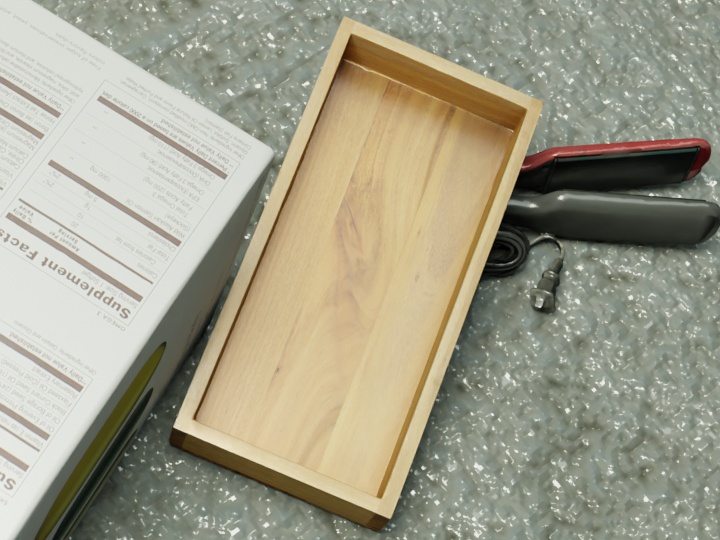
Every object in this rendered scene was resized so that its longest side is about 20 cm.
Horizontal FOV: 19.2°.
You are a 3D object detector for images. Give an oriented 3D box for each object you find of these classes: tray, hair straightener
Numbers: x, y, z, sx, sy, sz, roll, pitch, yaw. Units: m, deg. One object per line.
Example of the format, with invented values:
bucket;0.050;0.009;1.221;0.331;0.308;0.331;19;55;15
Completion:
tray;0.000;0.000;0.923;0.098;0.037;0.201;22;70;-2
hair straightener;0.073;-0.021;0.973;0.198;0.041;0.078;-1;61;-15

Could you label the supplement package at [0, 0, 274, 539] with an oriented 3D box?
supplement package;-0.155;0.023;0.823;0.150;0.152;0.201;31;58;3
